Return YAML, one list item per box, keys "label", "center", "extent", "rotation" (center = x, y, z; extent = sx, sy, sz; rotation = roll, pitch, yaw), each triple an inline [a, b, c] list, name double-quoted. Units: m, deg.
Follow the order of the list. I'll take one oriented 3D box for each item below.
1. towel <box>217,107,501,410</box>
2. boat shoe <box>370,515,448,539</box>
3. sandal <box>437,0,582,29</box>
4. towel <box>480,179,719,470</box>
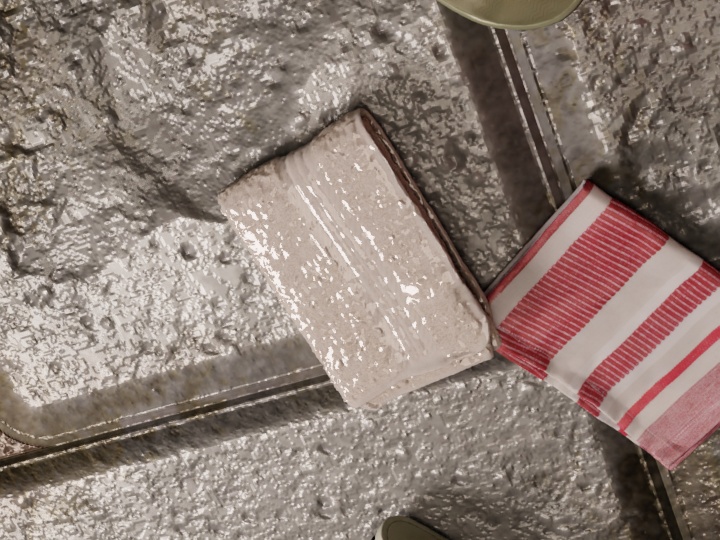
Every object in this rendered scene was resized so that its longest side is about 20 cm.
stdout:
- label: "towel"
  center: [0.000, 0.000, 0.852]
  extent: [0.132, 0.034, 0.200]
  rotation: [-27, 106, 24]
- label: "boat shoe"
  center: [0.084, 0.277, 0.976]
  extent: [0.199, 0.075, 0.066]
  rotation: [32, 120, -8]
- label: "sandal"
  center: [0.043, -0.201, 0.735]
  extent: [0.201, 0.057, 0.080]
  rotation: [24, 119, -4]
- label: "towel"
  center: [0.193, 0.043, 0.863]
  extent: [0.200, 0.023, 0.144]
  rotation: [34, 117, -10]
